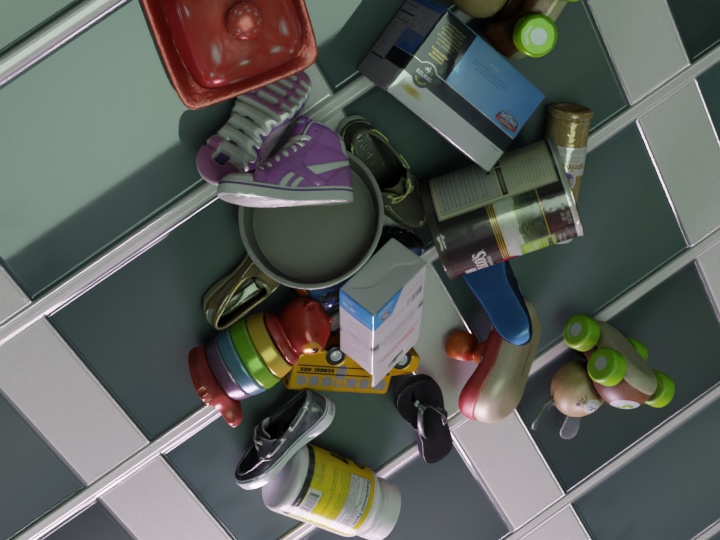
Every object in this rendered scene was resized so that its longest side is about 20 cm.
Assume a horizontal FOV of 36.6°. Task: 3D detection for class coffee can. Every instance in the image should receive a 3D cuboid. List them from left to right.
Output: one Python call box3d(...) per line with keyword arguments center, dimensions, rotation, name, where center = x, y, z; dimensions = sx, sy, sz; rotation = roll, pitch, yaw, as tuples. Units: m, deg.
box3d(center=(0.197, -0.088, 1.531), dimensions=(0.198, 0.147, 0.147), rotation=(-19, 119, 9), name="coffee can")

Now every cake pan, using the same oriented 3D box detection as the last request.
box3d(center=(-0.066, -0.073, 1.480), dimensions=(0.198, 0.037, 0.203), rotation=(-1, 82, 4), name="cake pan")

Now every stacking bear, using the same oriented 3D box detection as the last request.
box3d(center=(-0.132, 0.110, 1.533), dimensions=(0.199, 0.114, 0.122), rotation=(-30, 140, 6), name="stacking bear")

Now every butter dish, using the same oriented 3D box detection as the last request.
box3d(center=(-0.152, -0.310, 1.332), dimensions=(0.198, 0.148, 0.202), rotation=(-22, 111, -10), name="butter dish")

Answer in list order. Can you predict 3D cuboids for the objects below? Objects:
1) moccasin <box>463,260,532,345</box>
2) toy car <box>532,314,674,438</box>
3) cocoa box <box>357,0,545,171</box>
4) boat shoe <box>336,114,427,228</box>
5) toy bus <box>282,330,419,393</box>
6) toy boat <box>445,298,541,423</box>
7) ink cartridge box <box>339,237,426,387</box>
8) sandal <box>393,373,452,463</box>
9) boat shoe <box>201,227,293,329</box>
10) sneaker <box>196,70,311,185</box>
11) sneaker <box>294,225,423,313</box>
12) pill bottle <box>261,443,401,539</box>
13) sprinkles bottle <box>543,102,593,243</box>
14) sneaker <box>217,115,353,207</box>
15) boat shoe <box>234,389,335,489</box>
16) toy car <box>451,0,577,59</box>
box3d(center=(0.195, 0.025, 1.611), dimensions=(0.080, 0.202, 0.068), rotation=(-22, 158, 14), name="moccasin")
box3d(center=(0.366, 0.197, 1.749), dimensions=(0.163, 0.158, 0.201), rotation=(23, 115, -37), name="toy car")
box3d(center=(0.122, -0.255, 1.469), dimensions=(0.199, 0.133, 0.132), rotation=(34, 98, -28), name="cocoa box")
box3d(center=(0.038, -0.129, 1.536), dimensions=(0.072, 0.060, 0.202), rotation=(-38, 119, 0), name="boat shoe")
box3d(center=(-0.015, 0.137, 1.630), dimensions=(0.198, 0.065, 0.079), rotation=(5, 111, -22), name="toy bus")
box3d(center=(0.192, 0.131, 1.677), dimensions=(0.202, 0.129, 0.131), rotation=(-68, 155, -19), name="toy boat")
box3d(center=(0.029, 0.064, 1.533), dimensions=(0.116, 0.066, 0.201), rotation=(-44, 156, -26), name="ink cartridge box")
box3d(center=(0.110, 0.235, 1.708), dimensions=(0.076, 0.043, 0.201), rotation=(-34, 132, -9), name="sandal")
box3d(center=(-0.136, 0.009, 1.524), dimensions=(0.072, 0.076, 0.200), rotation=(40, 95, -28), name="boat shoe")
box3d(center=(-0.137, -0.183, 1.446), dimensions=(0.201, 0.080, 0.089), rotation=(-53, 163, -13), name="sneaker")
box3d(center=(0.000, 0.000, 1.582), dimensions=(0.198, 0.076, 0.079), rotation=(-22, 131, -3), name="sneaker")
box3d(center=(-0.042, 0.344, 1.683), dimensions=(0.199, 0.114, 0.115), rotation=(27, 102, -28), name="pill bottle")
box3d(center=(0.298, -0.144, 1.620), dimensions=(0.067, 0.068, 0.202), rotation=(-3, 113, -18), name="sprinkles bottle")
box3d(center=(-0.100, -0.140, 1.398), dimensions=(0.199, 0.072, 0.116), rotation=(-4, 89, -40), name="sneaker")
box3d(center=(-0.128, 0.248, 1.616), dimensions=(0.200, 0.072, 0.068), rotation=(-40, 127, 21), name="boat shoe")
box3d(center=(0.176, -0.389, 1.428), dimensions=(0.199, 0.164, 0.159), rotation=(30, 100, -15), name="toy car")
